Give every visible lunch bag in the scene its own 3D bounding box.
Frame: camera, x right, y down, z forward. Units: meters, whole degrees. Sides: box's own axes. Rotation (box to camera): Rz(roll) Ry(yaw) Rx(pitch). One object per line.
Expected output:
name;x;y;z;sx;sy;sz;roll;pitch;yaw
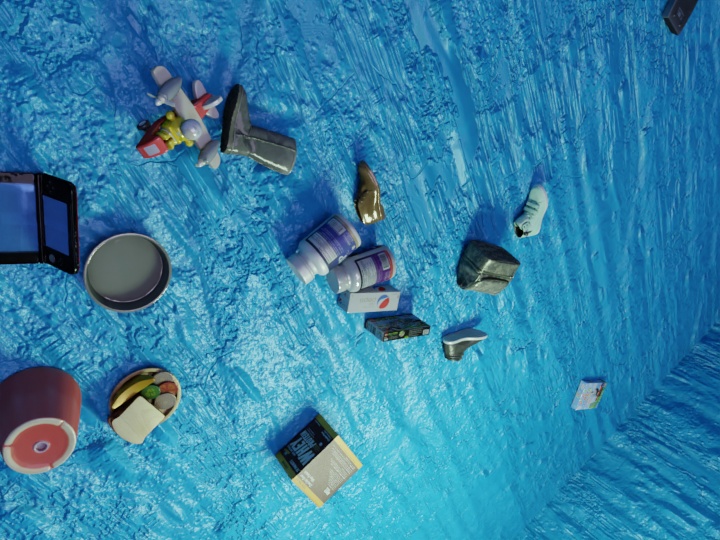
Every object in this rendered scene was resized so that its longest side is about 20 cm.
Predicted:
lunch bag;0.451;0.002;1.952;0.198;0.140;0.169;7;122;-36

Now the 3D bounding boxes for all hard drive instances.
hard drive;1.251;-1.041;2.112;0.134;0.042;0.201;24;95;-39

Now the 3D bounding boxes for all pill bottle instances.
pill bottle;0.000;0.000;1.646;0.198;0.111;0.113;-19;119;-27
pill bottle;-0.107;-0.058;1.541;0.200;0.119;0.120;-40;127;-13

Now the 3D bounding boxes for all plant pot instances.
plant pot;-0.738;0.352;1.243;0.199;0.177;0.202;-15;118;-29

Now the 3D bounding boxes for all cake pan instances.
cake pan;-0.559;0.002;1.306;0.199;0.037;0.202;-14;117;-29

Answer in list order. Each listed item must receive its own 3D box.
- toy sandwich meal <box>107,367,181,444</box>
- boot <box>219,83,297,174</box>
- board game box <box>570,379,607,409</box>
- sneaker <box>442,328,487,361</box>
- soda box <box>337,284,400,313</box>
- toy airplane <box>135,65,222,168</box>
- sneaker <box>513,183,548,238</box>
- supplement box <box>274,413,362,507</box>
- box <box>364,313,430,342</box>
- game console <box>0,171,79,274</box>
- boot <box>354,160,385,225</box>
toy sandwich meal;-0.567;0.354;1.430;0.203;0.070;0.207;-14;117;-29
boot;-0.244;-0.347;1.355;0.198;0.072;0.184;6;101;-37
board game box;1.170;0.635;2.778;0.198;0.037;0.153;7;106;-36
sneaker;0.394;0.287;2.073;0.198;0.071;0.100;-9;116;-25
soda box;0.029;0.090;1.736;0.198;0.064;0.069;-1;110;-35
toy airplane;-0.385;-0.332;1.215;0.199;0.141;0.201;2;112;-42
sneaker;0.625;-0.213;2.008;0.117;0.074;0.202;-20;122;-34
supplement box;-0.137;0.632;1.808;0.200;0.133;0.198;-41;127;-14
box;0.124;0.189;1.814;0.198;0.110;0.035;-4;112;-34
game console;-0.688;-0.095;1.130;0.118;0.171;0.202;-23;126;-56
boot;0.016;-0.222;1.593;0.075;0.074;0.201;-24;124;-12
